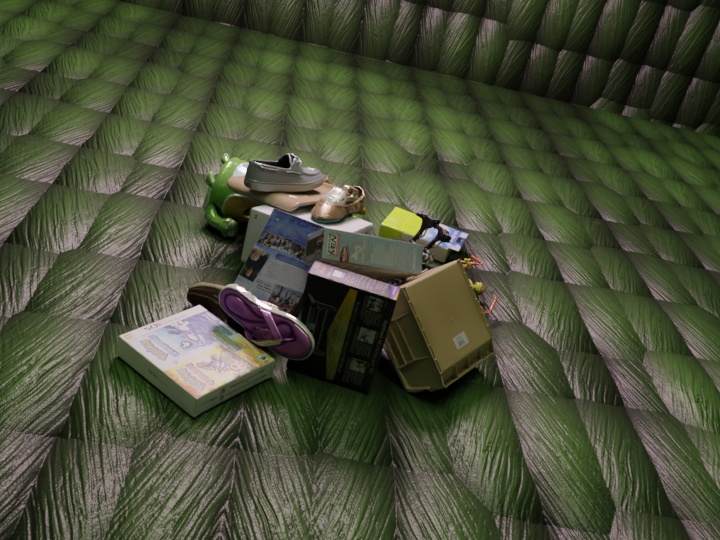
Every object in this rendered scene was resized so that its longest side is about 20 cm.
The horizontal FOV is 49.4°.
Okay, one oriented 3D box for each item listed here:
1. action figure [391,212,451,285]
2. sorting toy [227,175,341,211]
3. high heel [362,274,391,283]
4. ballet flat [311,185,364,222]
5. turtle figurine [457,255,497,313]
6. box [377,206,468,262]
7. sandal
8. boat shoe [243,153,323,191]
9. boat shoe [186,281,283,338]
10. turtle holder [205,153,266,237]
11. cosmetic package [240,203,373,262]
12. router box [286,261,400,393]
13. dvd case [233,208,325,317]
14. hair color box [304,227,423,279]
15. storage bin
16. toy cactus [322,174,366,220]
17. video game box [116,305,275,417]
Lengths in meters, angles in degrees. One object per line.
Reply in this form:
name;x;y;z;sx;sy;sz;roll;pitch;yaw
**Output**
action figure;0.113;-0.013;1.653;0.119;0.200;0.102;31;-8;-35
sorting toy;-0.162;-0.172;1.707;0.185;0.037;0.200;22;24;25
high heel;0.000;0.000;1.623;0.200;0.071;0.143;43;16;-36
ballet flat;-0.046;-0.148;1.661;0.070;0.065;0.200;20;19;15
turtle figurine;0.213;0.022;1.750;0.161;0.064;0.200;17;38;-17
box;0.156;-0.086;1.935;0.200;0.048;0.122;21;30;11
sandal;-0.172;0.098;1.356;0.202;0.083;0.050;30;31;18
boat shoe;-0.154;-0.209;1.654;0.200;0.072;0.070;-9;29;-42
boat shoe;-0.240;0.079;1.439;0.202;0.075;0.075;15;51;19
turtle holder;-0.280;-0.172;1.785;0.131;0.141;0.186;19;27;6
cosmetic package;-0.110;-0.059;1.647;0.199;0.123;0.200;20;17;17
router box;-0.032;0.100;1.363;0.157;0.200;0.052;18;27;4
dvd case;-0.148;-0.011;1.501;0.142;0.018;0.200;21;72;16
hair color box;0.006;-0.029;1.464;0.199;0.061;0.099;9;-10;-22
storage bin;0.139;0.102;1.463;0.200;0.094;0.199;-23;90;-49
toy cactus;-0.056;-0.154;1.840;0.102;0.165;0.200;-35;41;-14
video game box;-0.278;0.146;1.328;0.200;0.047;0.182;31;34;26
